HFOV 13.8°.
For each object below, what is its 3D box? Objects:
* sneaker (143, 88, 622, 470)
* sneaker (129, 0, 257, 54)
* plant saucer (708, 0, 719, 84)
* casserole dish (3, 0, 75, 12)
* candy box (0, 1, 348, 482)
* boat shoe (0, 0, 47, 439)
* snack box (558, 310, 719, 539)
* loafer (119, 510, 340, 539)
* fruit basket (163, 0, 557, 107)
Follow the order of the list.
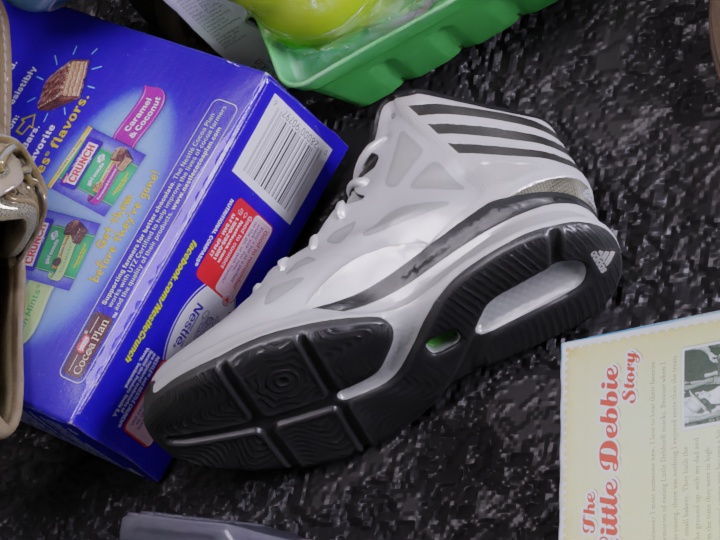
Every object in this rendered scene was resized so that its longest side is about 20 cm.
[{"bbox_3d":[0.000,0.000,1.194,0.200,0.076,0.116,-24,44,7],"label":"sneaker"},{"bbox_3d":[-0.032,-0.188,1.317,0.200,0.070,0.076,-47,45,-3],"label":"sneaker"},{"bbox_3d":[0.225,-0.122,1.151,0.200,0.029,0.201,-15,55,23],"label":"plant saucer"},{"bbox_3d":[-0.085,-0.173,1.244,0.200,0.121,0.039,-40,91,21],"label":"casserole dish"},{"bbox_3d":[-0.133,-0.023,1.273,0.200,0.077,0.169,22,77,37],"label":"candy box"},{"bbox_3d":[-0.156,-0.026,1.196,0.065,0.072,0.201,-5,69,23],"label":"boat shoe"},{"bbox_3d":[0.129,0.109,1.063,0.116,0.037,0.201,-12,57,24],"label":"snack box"},{"bbox_3d":[-0.013,0.132,1.124,0.200,0.072,0.063,5,85,39],"label":"loafer"},{"bbox_3d":[-0.005,-0.157,1.196,0.185,0.200,0.094,-29,53,14],"label":"fruit basket"}]
